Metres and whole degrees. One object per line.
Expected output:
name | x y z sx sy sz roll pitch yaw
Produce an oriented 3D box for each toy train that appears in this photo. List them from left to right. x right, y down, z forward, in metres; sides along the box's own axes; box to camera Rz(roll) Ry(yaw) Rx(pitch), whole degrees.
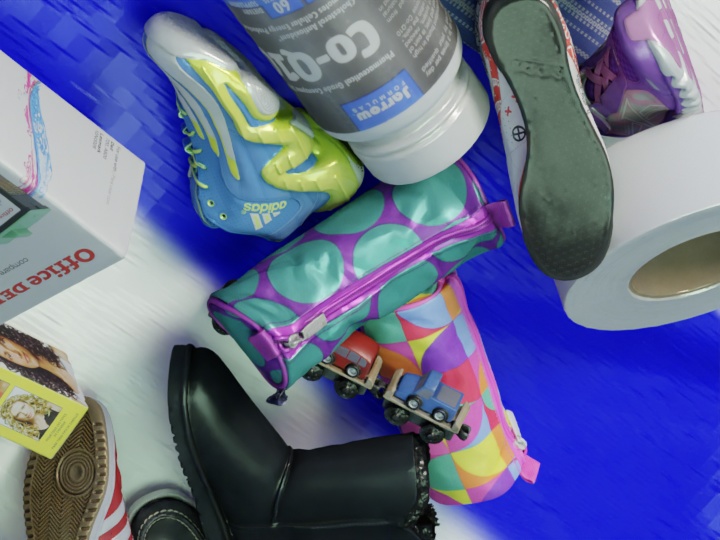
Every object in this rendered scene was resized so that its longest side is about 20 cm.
toy train | -0.010 0.060 1.830 0.200 0.034 0.046 28 124 1

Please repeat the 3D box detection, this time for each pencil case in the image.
pencil case | 0.000 0.000 1.778 0.200 0.092 0.085 -34 116 -16
pencil case | 0.058 0.075 1.890 0.088 0.088 0.200 -28 124 -5

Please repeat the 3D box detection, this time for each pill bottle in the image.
pill bottle | -0.005 -0.156 1.719 0.114 0.114 0.200 -38 124 2

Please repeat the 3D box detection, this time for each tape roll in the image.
tape roll | 0.226 -0.034 1.841 0.202 0.071 0.203 -15 157 -6

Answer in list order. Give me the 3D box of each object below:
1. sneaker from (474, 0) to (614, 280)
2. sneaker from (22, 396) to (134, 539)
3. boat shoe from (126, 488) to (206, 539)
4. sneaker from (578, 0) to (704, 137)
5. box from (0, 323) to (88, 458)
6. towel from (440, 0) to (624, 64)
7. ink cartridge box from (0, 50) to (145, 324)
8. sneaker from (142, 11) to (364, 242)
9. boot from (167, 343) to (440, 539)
sneaker | 0.123 -0.102 1.769 0.067 0.108 0.202 -14 108 4
sneaker | -0.175 0.190 1.857 0.112 0.071 0.201 11 77 -57
boat shoe | -0.121 0.249 1.928 0.074 0.060 0.200 -17 122 -11
sneaker | 0.180 -0.129 1.787 0.088 0.200 0.081 -16 79 6
box | -0.278 0.052 1.752 0.200 0.075 0.050 27 107 -32
towel | 0.146 -0.223 1.800 0.145 0.024 0.200 31 105 -33
ink cartridge box | -0.255 -0.063 1.656 0.145 0.084 0.200 -26 131 33
sneaker | -0.089 -0.082 1.750 0.105 0.076 0.200 -47 124 8
boot | -0.037 0.125 1.850 0.168 0.077 0.201 -7 126 9
